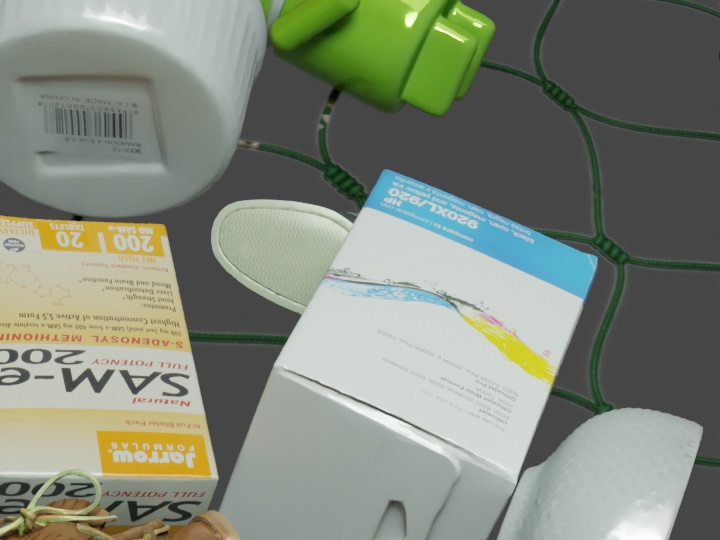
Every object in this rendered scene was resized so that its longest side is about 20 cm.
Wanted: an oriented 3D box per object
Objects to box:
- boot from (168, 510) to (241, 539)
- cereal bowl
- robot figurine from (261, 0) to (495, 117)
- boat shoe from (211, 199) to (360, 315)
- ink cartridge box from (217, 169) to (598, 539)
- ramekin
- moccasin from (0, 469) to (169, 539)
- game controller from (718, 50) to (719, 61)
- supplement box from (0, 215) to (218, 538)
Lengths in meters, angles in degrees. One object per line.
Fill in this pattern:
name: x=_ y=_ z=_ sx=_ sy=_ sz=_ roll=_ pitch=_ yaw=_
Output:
boot: x=-0.136 y=0.194 z=0.819 sx=0.155 sy=0.200 sz=0.074 roll=-2 pitch=38 yaw=-38
cereal bowl: x=0.111 y=0.161 z=0.980 sx=0.083 sy=0.200 sz=0.200 roll=19 pitch=39 yaw=9
robot figurine: x=-0.005 y=-0.193 z=1.373 sx=0.200 sy=0.116 sz=0.175 roll=29 pitch=31 yaw=9
boat shoe: x=0.000 y=0.000 z=1.219 sx=0.200 sy=0.072 sz=0.068 roll=13 pitch=2 yaw=-1
ink cartridge box: x=0.028 y=0.073 z=1.072 sx=0.144 sy=0.147 sz=0.200 roll=24 pitch=40 yaw=4
ramekin: x=-0.162 y=-0.123 z=1.168 sx=0.200 sy=0.201 sz=0.098 roll=13 pitch=48 yaw=-12
moccasin: x=-0.145 y=0.142 z=0.903 sx=0.201 sy=0.074 sz=0.078 roll=13 pitch=60 yaw=-61
game controller: x=0.403 y=-0.163 z=1.598 sx=0.200 sy=0.042 sz=0.104 roll=-6 pitch=62 yaw=-29
supplement box: x=-0.162 y=0.062 z=1.053 sx=0.126 sy=0.074 sz=0.200 roll=3 pitch=44 yaw=-21
